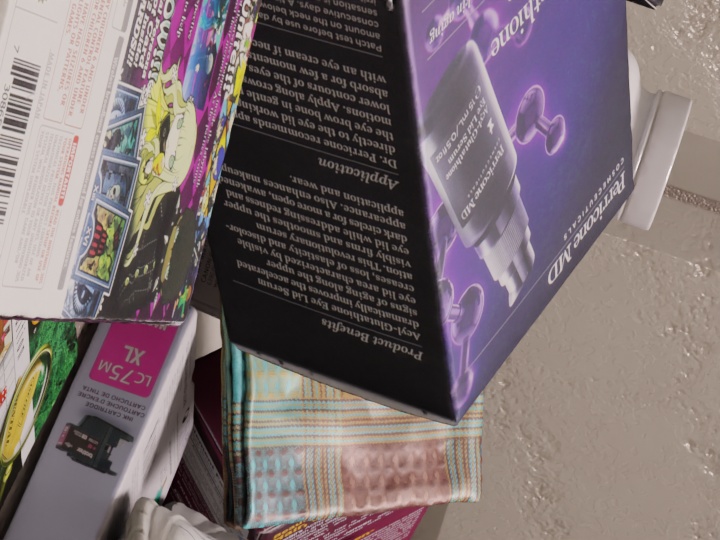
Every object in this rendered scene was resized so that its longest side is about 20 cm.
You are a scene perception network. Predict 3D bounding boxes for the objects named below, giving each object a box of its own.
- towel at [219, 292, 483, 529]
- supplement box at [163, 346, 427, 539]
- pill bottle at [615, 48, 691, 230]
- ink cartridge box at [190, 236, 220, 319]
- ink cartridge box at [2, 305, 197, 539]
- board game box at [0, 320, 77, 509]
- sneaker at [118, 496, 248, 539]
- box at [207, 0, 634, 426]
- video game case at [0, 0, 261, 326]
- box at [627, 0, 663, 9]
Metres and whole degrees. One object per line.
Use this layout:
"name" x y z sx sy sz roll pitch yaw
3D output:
"towel" 0.000 0.000 0.871 0.146 0.022 0.201 -1 90 -43
"supplement box" -0.029 0.094 1.009 0.110 0.086 0.200 -25 162 -18
"pill bottle" 0.079 -0.090 1.190 0.112 0.199 0.113 19 90 -84
"ink cartridge box" -0.008 -0.080 0.963 0.176 0.045 0.201 -4 113 -67
"ink cartridge box" -0.114 0.117 0.819 0.119 0.042 0.201 100 8 -63
"board game box" -0.110 0.010 0.602 0.200 0.023 0.105 100 8 -57
"sneaker" -0.054 0.131 0.816 0.200 0.087 0.075 -9 118 -84
"box" 0.018 -0.073 0.753 0.148 0.104 0.201 -50 145 -35
"video game case" -0.060 -0.087 0.519 0.181 0.036 0.201 7 97 -77
"box" 0.110 -0.234 0.984 0.200 0.049 0.162 25 91 -49
